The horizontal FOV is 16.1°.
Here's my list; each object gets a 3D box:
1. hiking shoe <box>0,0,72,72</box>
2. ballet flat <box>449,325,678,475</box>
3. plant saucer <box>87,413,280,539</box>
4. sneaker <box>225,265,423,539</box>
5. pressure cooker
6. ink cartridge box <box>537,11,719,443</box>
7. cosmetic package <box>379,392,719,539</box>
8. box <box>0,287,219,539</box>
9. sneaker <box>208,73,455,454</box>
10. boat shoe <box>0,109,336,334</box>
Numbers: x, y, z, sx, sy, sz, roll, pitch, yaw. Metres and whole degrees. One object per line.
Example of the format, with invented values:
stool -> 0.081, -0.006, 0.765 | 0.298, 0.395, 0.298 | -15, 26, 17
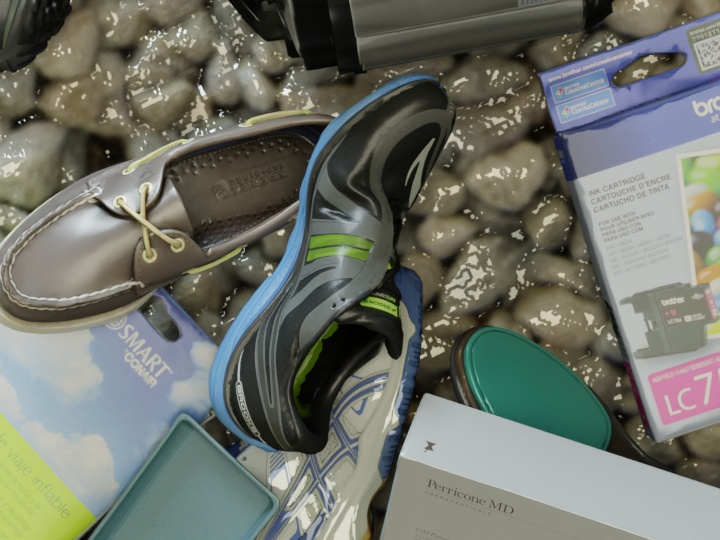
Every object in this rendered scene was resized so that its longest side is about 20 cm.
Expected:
hiking shoe -> -0.192, -0.200, 1.297 | 0.100, 0.076, 0.202 | 4, 83, 9
ballet flat -> 0.115, 0.108, 1.299 | 0.200, 0.073, 0.073 | 38, 92, -5
plant saucer -> -0.118, 0.168, 1.299 | 0.070, 0.019, 0.200 | 41, 107, 13
sneaker -> -0.025, 0.089, 1.297 | 0.088, 0.075, 0.201 | 16, 90, 2
pressure cooker -> 0.017, -0.188, 1.235 | 0.198, 0.179, 0.177 | -11, 95, 0
ink cartridge box -> 0.175, -0.025, 1.309 | 0.119, 0.042, 0.201 | -18, 90, 1
cosmetic package -> 0.107, 0.156, 1.258 | 0.199, 0.052, 0.151 | 18, 135, 6
box -> -0.169, 0.079, 1.311 | 0.200, 0.048, 0.122 | -43, 92, 1
sneaker -> 0.000, 0.000, 1.246 | 0.082, 0.071, 0.201 | 27, 92, 38
boat shoe -> -0.093, -0.028, 1.266 | 0.199, 0.060, 0.072 | -23, 85, -22
